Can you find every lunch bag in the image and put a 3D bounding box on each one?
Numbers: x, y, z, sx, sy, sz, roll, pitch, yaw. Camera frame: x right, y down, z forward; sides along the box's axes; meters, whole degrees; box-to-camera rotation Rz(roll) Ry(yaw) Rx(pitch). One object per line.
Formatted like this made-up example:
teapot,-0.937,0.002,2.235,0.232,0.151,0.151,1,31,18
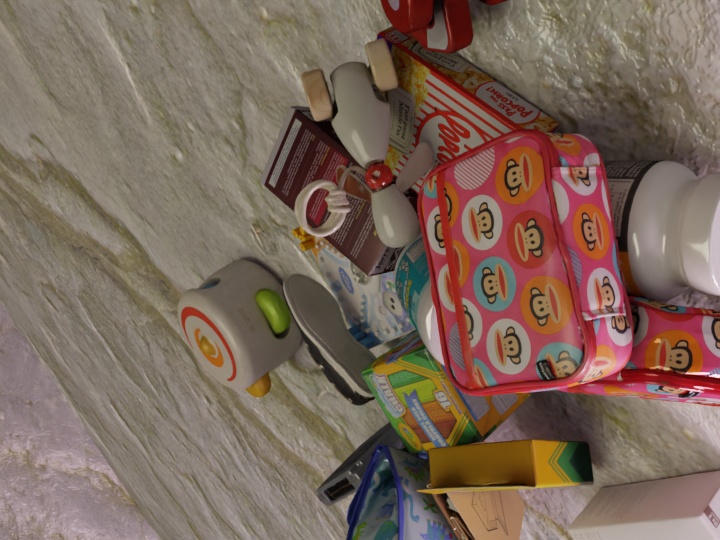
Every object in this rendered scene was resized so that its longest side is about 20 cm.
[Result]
lunch bag,0.121,-0.002,0.672,0.176,0.082,0.201,-18,78,51
lunch bag,0.074,0.329,1.000,0.169,0.201,0.127,26,147,-32
lunch bag,0.262,0.073,0.721,0.200,0.175,0.083,169,108,-67

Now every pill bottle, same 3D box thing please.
pill bottle,0.224,-0.036,0.704,0.199,0.116,0.117,9,125,48
pill bottle,0.097,0.020,0.862,0.200,0.110,0.111,-116,4,-71

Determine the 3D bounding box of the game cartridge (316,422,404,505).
game cartridge,0.010,0.282,1.224,0.042,0.133,0.200,50,151,7

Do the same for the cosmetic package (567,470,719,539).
cosmetic package,0.334,0.290,0.879,0.113,0.081,0.200,55,145,-1

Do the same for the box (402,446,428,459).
box,0.075,0.359,1.180,0.160,0.049,0.201,122,150,-58

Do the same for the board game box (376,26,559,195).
board game box,0.091,-0.138,0.844,0.200,0.046,0.152,39,143,22

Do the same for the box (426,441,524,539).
box,0.147,0.280,1.015,0.021,0.200,0.164,-29,96,21

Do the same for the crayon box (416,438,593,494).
crayon box,0.163,0.217,0.908,0.126,0.200,0.051,-13,73,32

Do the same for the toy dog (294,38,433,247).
toy dog,0.007,-0.126,0.824,0.131,0.096,0.202,3,94,7

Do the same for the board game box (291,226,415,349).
board game box,0.000,0.000,1.072,0.200,0.026,0.201,-31,86,57

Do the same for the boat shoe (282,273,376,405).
boat shoe,-0.044,0.095,1.110,0.200,0.074,0.060,49,139,7

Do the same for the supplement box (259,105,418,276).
supplement box,-0.020,-0.097,0.963,0.200,0.061,0.109,42,120,26

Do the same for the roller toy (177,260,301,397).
roller toy,-0.199,0.092,1.317,0.182,0.140,0.201,36,143,27

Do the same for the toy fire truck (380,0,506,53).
toy fire truck,0.047,-0.299,0.727,0.168,0.112,0.201,-137,27,-62

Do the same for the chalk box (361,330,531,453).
chalk box,0.095,0.136,1.003,0.125,0.124,0.200,56,146,-1
